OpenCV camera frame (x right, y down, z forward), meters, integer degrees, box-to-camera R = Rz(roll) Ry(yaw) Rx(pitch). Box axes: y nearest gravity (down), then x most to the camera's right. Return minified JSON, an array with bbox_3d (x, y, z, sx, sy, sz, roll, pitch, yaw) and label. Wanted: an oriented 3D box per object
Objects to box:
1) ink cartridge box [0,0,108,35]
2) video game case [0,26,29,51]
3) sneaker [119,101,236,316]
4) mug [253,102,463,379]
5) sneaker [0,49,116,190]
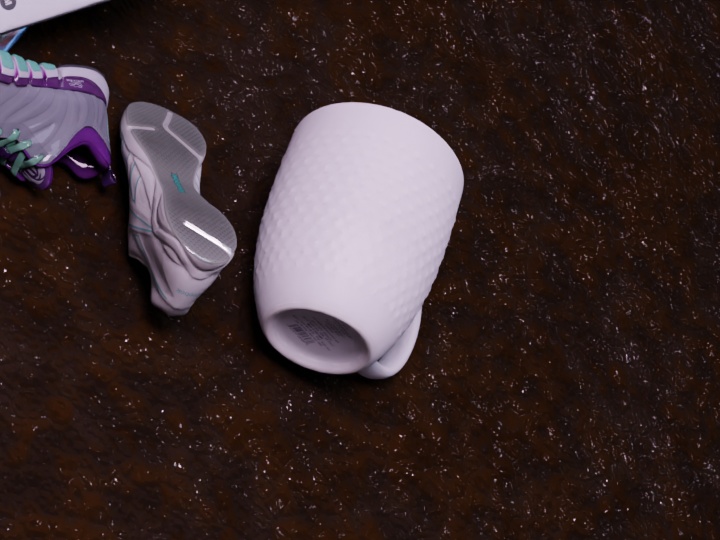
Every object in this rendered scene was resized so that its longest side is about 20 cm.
[{"bbox_3d":[-0.220,-0.295,1.247,0.199,0.040,0.202,-25,104,-28],"label":"ink cartridge box"},{"bbox_3d":[-0.292,-0.277,1.238,0.200,0.018,0.144,46,69,-24],"label":"video game case"},{"bbox_3d":[-0.151,-0.050,1.264,0.070,0.081,0.201,13,37,-29],"label":"sneaker"},{"bbox_3d":[0.000,0.000,1.332,0.201,0.146,0.177,60,39,-44],"label":"mug"},{"bbox_3d":[-0.253,-0.103,1.195,0.199,0.074,0.089,-2,71,-45],"label":"sneaker"}]
